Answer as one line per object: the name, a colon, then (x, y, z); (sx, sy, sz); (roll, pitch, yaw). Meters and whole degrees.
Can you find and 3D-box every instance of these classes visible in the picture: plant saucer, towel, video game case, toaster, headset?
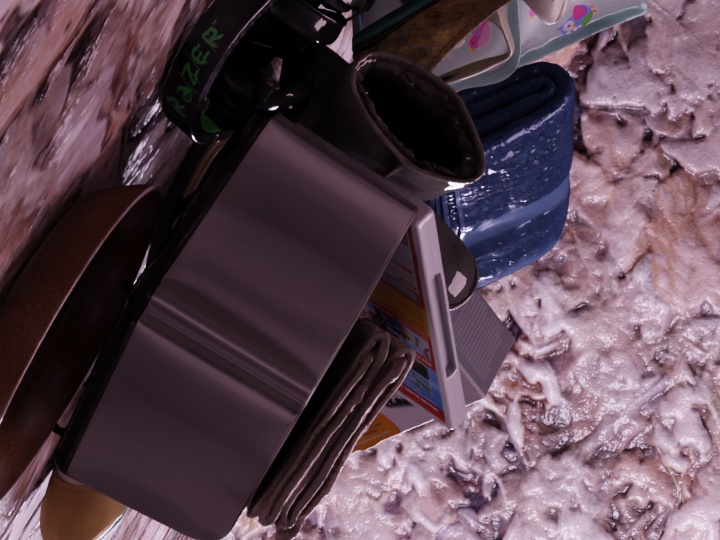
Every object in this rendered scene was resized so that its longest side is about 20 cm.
plant saucer: (-0.168, 0.036, 1.207); (0.201, 0.034, 0.200); (-62, 176, -7)
towel: (0.094, -0.055, 1.525); (0.111, 0.049, 0.200); (-24, 151, -11)
video game case: (0.000, 0.000, 1.393); (0.017, 0.143, 0.201); (-41, 145, -23)
toaster: (-0.068, 0.024, 1.262); (0.181, 0.118, 0.200); (-60, 180, -43)
headset: (-0.054, -0.148, 1.321); (0.200, 0.094, 0.124); (-30, 156, -54)
towel: (-0.019, 0.090, 1.312); (0.133, 0.034, 0.200); (-55, -176, 0)

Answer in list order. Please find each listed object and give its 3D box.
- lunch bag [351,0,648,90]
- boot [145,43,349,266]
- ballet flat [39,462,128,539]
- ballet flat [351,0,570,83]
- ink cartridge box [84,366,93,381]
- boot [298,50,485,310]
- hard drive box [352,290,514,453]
lunch bag: (0.077, -0.217, 1.441); (0.199, 0.122, 0.171); (-24, 128, -22)
boot: (-0.042, -0.054, 1.496); (0.201, 0.138, 0.077); (-60, 176, -11)
ballet flat: (-0.179, 0.116, 1.613); (0.200, 0.068, 0.063); (-61, 150, -49)
ballet flat: (0.085, -0.164, 1.358); (0.199, 0.071, 0.071); (-33, -171, 24)
ink cartridge box: (-0.090, 0.059, 1.507); (0.173, 0.044, 0.200); (-34, 155, -7)
boot: (0.034, -0.051, 1.381); (0.073, 0.181, 0.200); (-59, -165, -23)
hard drive box: (-0.011, 0.022, 1.649); (0.155, 0.200, 0.077); (-26, -160, 38)
